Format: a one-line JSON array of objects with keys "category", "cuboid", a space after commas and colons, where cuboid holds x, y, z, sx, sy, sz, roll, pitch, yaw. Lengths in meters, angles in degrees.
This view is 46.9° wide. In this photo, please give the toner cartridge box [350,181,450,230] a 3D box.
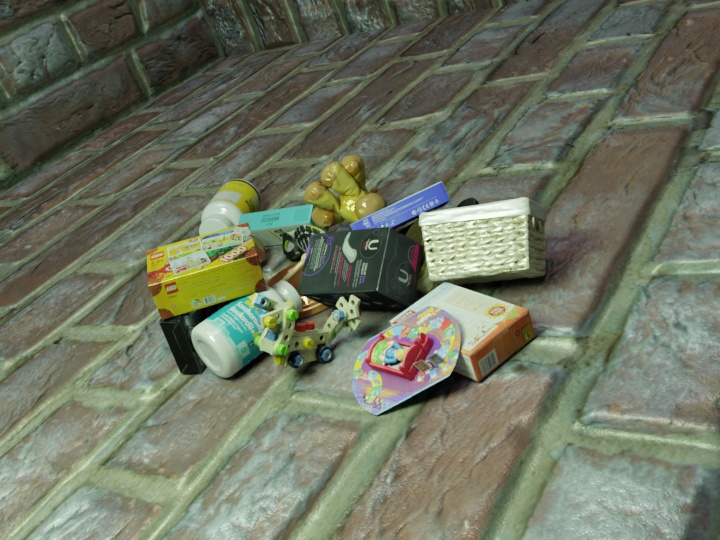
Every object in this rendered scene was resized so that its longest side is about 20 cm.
[{"category": "toner cartridge box", "cuboid": [0.077, -0.112, 1.662, 0.200, 0.043, 0.095, -25, -1, 0]}]

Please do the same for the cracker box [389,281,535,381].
[{"category": "cracker box", "cuboid": [0.162, 0.094, 1.348, 0.134, 0.058, 0.200, -34, 30, -25]}]

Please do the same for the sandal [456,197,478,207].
[{"category": "sandal", "cuboid": [0.192, -0.058, 1.610, 0.075, 0.045, 0.200, -14, 39, 46]}]

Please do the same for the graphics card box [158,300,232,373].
[{"category": "graphics card box", "cuboid": [-0.302, 0.089, 1.593, 0.051, 0.126, 0.200, -2, 30, 22]}]

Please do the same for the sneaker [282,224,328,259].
[{"category": "sneaker", "cuboid": [-0.101, -0.067, 1.775, 0.081, 0.074, 0.200, -14, 7, -26]}]

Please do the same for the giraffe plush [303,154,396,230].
[{"category": "giraffe plush", "cuboid": [0.000, -0.127, 1.774, 0.173, 0.200, 0.162, -46, 48, -2]}]

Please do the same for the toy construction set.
[{"category": "toy construction set", "cuboid": [-0.095, 0.096, 1.410, 0.200, 0.131, 0.092, -3, 11, -29]}]

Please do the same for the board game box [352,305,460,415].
[{"category": "board game box", "cuboid": [0.059, 0.127, 1.293, 0.200, 0.039, 0.158, -31, 38, 17]}]

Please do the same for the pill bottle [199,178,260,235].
[{"category": "pill bottle", "cuboid": [-0.324, -0.137, 2.044, 0.112, 0.112, 0.200, -10, 29, 19]}]

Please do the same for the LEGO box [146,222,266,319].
[{"category": "LEGO box", "cuboid": [-0.286, -0.002, 1.536, 0.200, 0.077, 0.149, -17, 30, -7]}]

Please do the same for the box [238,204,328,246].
[{"category": "box", "cuboid": [-0.176, -0.100, 1.892, 0.200, 0.082, 0.049, -5, 63, 28]}]

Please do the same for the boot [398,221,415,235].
[{"category": "boot", "cuboid": [0.094, -0.040, 1.649, 0.200, 0.064, 0.186, -22, 29, -14]}]

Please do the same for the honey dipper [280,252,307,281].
[{"category": "honey dipper", "cuboid": [-0.168, 0.039, 1.611, 0.200, 0.038, 0.038, -45, 28, 3]}]

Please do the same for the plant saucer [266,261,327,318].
[{"category": "plant saucer", "cuboid": [-0.112, 0.029, 1.677, 0.200, 0.037, 0.200, -16, 28, 9]}]

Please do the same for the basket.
[{"category": "basket", "cuboid": [0.218, -0.045, 1.449, 0.200, 0.124, 0.136, -7, -8, 25]}]

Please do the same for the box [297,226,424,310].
[{"category": "box", "cuboid": [0.000, 0.000, 1.504, 0.200, 0.106, 0.122, -3, 69, 43]}]

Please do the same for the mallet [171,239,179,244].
[{"category": "mallet", "cuboid": [-0.339, 0.038, 1.635, 0.041, 0.200, 0.066, -10, 32, 3]}]

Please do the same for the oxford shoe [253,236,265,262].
[{"category": "oxford shoe", "cuboid": [-0.265, 0.006, 1.813, 0.074, 0.071, 0.200, -35, 18, 30]}]

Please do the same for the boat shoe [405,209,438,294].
[{"category": "boat shoe", "cuboid": [0.127, -0.036, 1.570, 0.073, 0.063, 0.201, -32, 28, 30]}]

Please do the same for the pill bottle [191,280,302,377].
[{"category": "pill bottle", "cuboid": [-0.202, 0.099, 1.524, 0.200, 0.111, 0.111, -37, 32, -30]}]
